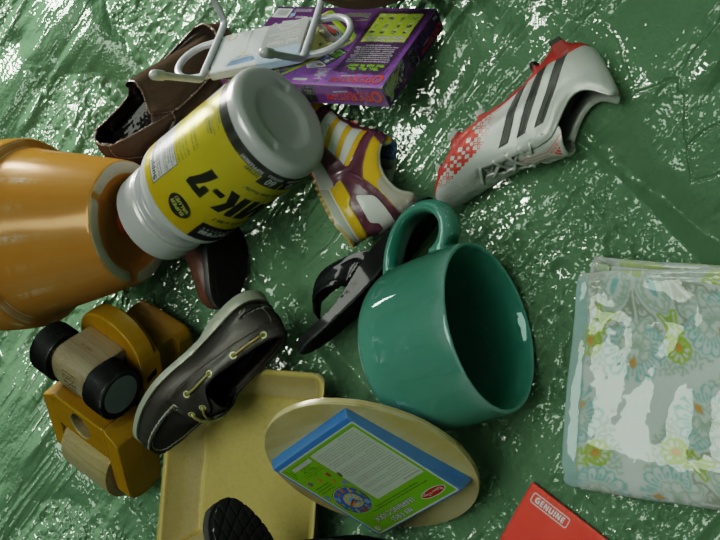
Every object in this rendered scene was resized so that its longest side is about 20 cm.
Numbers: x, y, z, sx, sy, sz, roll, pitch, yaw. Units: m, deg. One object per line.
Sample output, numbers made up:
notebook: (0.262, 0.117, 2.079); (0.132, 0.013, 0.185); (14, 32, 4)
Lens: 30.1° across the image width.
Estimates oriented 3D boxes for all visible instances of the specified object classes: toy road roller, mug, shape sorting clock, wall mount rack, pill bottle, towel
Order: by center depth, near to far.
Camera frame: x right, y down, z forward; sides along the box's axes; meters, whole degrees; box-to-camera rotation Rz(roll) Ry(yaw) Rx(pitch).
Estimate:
towel: (0.257, 0.091, 1.116); (0.170, 0.048, 0.202); (3, 86, 35)
mug: (0.069, 0.051, 1.192); (0.114, 0.152, 0.186); (-20, 47, 32)
shape sorting clock: (0.010, 0.173, 1.200); (0.198, 0.201, 0.039); (-9, 42, 33)
pill bottle: (-0.139, -0.097, 1.284); (0.199, 0.114, 0.115); (-33, 67, 36)
wall mount rack: (-0.113, -0.222, 1.292); (0.198, 0.075, 0.175); (-9, 41, 22)
toy road roller: (-0.249, 0.125, 1.428); (0.122, 0.146, 0.201); (28, 137, 32)

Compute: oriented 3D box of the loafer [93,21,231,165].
loafer: (-0.211, -0.187, 1.437); (0.073, 0.071, 0.200); (42, 95, 30)

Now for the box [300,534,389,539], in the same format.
box: (-0.023, 0.320, 1.184); (0.106, 0.199, 0.150); (2, 85, 34)

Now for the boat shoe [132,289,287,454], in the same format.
boat shoe: (-0.149, 0.112, 1.314); (0.202, 0.071, 0.061); (-50, 57, 15)

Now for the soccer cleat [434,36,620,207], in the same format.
soccer cleat: (0.147, -0.118, 1.204); (0.200, 0.068, 0.085); (-45, 59, 16)

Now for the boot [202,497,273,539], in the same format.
boot: (-0.132, 0.309, 1.283); (0.131, 0.070, 0.201); (-9, 113, 37)

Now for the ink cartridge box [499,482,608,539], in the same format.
ink cartridge box: (0.171, 0.311, 1.151); (0.199, 0.043, 0.175); (36, 105, 32)

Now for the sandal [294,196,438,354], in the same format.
sandal: (0.001, -0.001, 1.278); (0.048, 0.075, 0.201); (47, 110, 16)

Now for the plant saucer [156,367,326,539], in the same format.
plant saucer: (-0.111, 0.200, 1.350); (0.198, 0.048, 0.202); (1, 85, 33)

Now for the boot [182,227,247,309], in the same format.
boot: (-0.222, -0.020, 1.439); (0.199, 0.068, 0.190); (-24, 72, 30)

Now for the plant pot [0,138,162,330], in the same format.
plant pot: (-0.307, -0.042, 1.385); (0.182, 0.200, 0.203); (-4, 82, 29)

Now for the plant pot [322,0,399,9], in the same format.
plant pot: (0.024, -0.333, 1.283); (0.199, 0.093, 0.203); (-7, 72, 21)

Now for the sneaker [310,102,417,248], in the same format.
sneaker: (-0.012, -0.119, 1.316); (0.089, 0.075, 0.201); (-28, 64, 4)

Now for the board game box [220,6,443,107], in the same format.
board game box: (-0.030, -0.213, 1.317); (0.198, 0.032, 0.120); (9, 47, 35)
